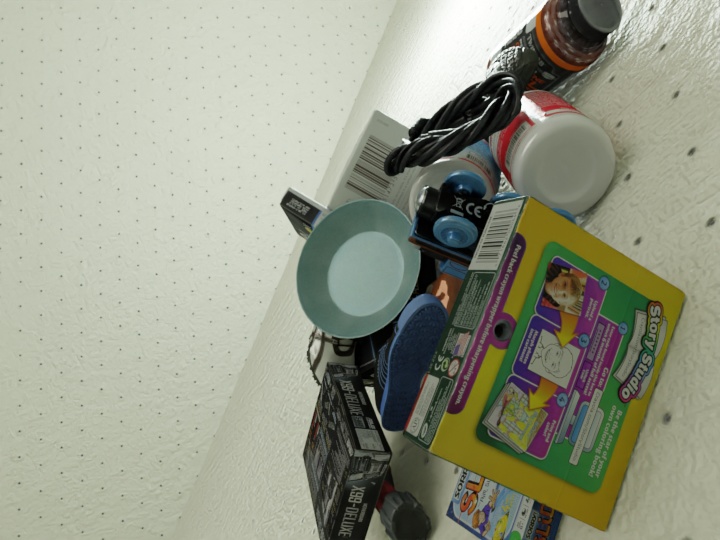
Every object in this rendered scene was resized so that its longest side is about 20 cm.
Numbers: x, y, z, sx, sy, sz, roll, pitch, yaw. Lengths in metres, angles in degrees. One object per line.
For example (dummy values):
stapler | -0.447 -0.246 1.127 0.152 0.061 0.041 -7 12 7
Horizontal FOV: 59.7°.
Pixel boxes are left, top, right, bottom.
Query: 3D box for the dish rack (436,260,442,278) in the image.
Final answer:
dish rack | 0.113 -0.023 1.072 0.172 0.043 0.203 -48 22 52

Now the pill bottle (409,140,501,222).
pill bottle | 0.132 -0.118 0.837 0.110 0.108 0.201 -56 1 30

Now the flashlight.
flashlight | 0.030 0.284 0.801 0.200 0.066 0.070 173 111 -76

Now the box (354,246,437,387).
box | 0.038 0.080 0.977 0.200 0.084 0.168 142 131 -57

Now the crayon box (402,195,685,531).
crayon box | 0.150 0.073 0.500 0.204 0.170 0.058 -66 18 -8

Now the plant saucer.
plant saucer | 0.000 0.000 0.894 0.197 0.039 0.206 -10 67 24

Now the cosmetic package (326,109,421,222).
cosmetic package | 0.048 -0.139 1.041 0.168 0.162 0.200 -62 5 3

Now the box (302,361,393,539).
box | -0.025 0.242 0.823 0.200 0.049 0.161 -121 43 -65

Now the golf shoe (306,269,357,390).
golf shoe | -0.032 0.090 0.936 0.094 0.076 0.205 -31 62 46

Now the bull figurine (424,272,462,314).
bull figurine | 0.110 0.095 0.812 0.121 0.064 0.204 136 148 -60

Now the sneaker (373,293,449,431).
sneaker | 0.052 0.100 0.763 0.079 0.068 0.204 -109 28 -52

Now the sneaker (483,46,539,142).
sneaker | 0.204 -0.234 0.895 0.200 0.089 0.077 128 162 -61

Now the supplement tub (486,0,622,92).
supplement tub | 0.266 -0.312 0.871 0.109 0.105 0.200 -69 14 -18

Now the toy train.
toy train | 0.141 -0.027 0.672 0.115 0.196 0.088 119 170 -59

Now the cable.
cable | 0.108 -0.175 0.754 0.162 0.051 0.198 -39 18 -29

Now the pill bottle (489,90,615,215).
pill bottle | 0.218 -0.151 0.757 0.113 0.110 0.201 -58 15 23

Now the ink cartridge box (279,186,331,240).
ink cartridge box | -0.035 -0.046 1.096 0.048 0.195 0.200 -56 -16 -12

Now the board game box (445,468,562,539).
board game box | 0.158 0.162 0.604 0.204 0.034 0.135 -68 14 -12
